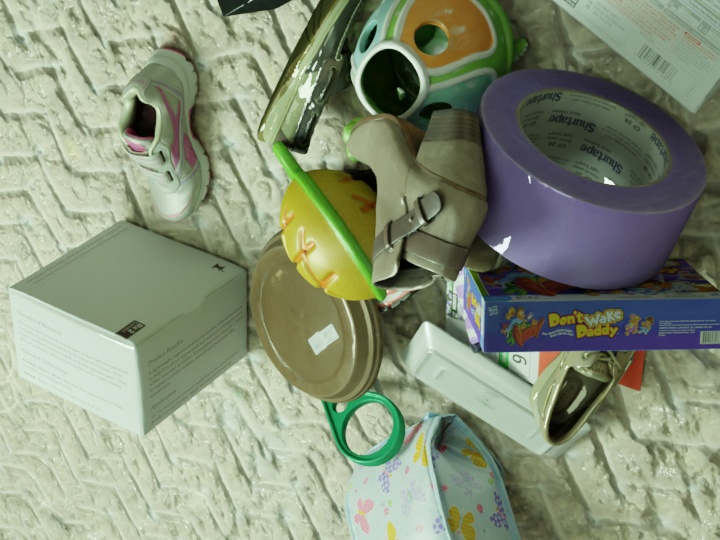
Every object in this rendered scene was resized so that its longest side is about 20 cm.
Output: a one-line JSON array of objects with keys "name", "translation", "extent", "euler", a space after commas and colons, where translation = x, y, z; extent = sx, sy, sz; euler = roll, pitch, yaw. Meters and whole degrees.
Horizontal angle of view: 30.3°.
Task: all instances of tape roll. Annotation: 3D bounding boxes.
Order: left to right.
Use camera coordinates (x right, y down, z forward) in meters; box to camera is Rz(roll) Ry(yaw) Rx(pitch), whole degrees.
[{"name": "tape roll", "translation": [0.185, -0.081, 1.130], "extent": [0.200, 0.200, 0.085], "euler": [33, 131, 17]}]

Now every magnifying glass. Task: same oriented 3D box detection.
[{"name": "magnifying glass", "translation": [-0.026, 0.149, 1.509], "extent": [0.200, 0.080, 0.022], "euler": [37, 178, 36]}]

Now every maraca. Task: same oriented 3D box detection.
[{"name": "maraca", "translation": [-0.031, -0.049, 1.307], "extent": [0.200, 0.107, 0.137], "euler": [53, 173, 36]}]

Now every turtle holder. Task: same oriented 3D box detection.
[{"name": "turtle holder", "translation": [0.046, -0.187, 1.218], "extent": [0.185, 0.132, 0.141], "euler": [-12, 109, 41]}]

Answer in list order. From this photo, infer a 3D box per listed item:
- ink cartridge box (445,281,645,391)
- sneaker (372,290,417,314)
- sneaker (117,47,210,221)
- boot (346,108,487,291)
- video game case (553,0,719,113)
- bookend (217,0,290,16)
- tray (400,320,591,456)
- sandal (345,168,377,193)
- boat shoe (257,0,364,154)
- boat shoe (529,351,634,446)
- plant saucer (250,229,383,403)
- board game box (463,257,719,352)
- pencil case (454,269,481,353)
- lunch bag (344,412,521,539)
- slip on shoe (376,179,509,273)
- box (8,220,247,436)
[{"name": "ink cartridge box", "translation": [0.181, 0.058, 1.319], "extent": [0.199, 0.050, 0.109], "euler": [18, 125, 28]}, {"name": "sneaker", "translation": [0.000, 0.000, 1.407], "extent": [0.200, 0.074, 0.087], "euler": [-19, 102, 42]}, {"name": "sneaker", "translation": [-0.229, -0.141, 1.483], "extent": [0.081, 0.088, 0.201], "euler": [13, 123, 31]}, {"name": "boot", "translation": [0.035, -0.056, 1.121], "extent": [0.200, 0.070, 0.147], "euler": [-6, 70, 60]}, {"name": "video game case", "translation": [0.251, -0.259, 1.080], "extent": [0.200, 0.045, 0.181], "euler": [41, 134, 10]}, {"name": "bookend", "translation": [-0.126, -0.323, 1.265], "extent": [0.198, 0.092, 0.201], "euler": [-18, 92, 44]}, {"name": "tray", "translation": [0.133, 0.130, 1.371], "extent": [0.200, 0.022, 0.107], "euler": [32, 151, 2]}, {"name": "sandal", "translation": [0.017, -0.069, 1.371], "extent": [0.200, 0.054, 0.082], "euler": [0, 111, 53]}, {"name": "boat shoe", "translation": [-0.036, -0.202, 1.322], "extent": [0.066, 0.072, 0.201], "euler": [24, 121, -14]}, {"name": "boat shoe", "translation": [0.225, 0.079, 1.250], "extent": [0.072, 0.065, 0.200], "euler": [23, 117, -13]}, {"name": "plant saucer", "translation": [-0.054, 0.051, 1.426], "extent": [0.200, 0.029, 0.201], "euler": [22, 121, 41]}, {"name": "board game box", "translation": [0.194, 0.028, 1.136], "extent": [0.199, 0.135, 0.045], "euler": [-1, 104, -3]}, {"name": "pencil case", "translation": [0.121, -0.028, 1.250], "extent": [0.084, 0.085, 0.201], "euler": [-14, 88, 37]}, {"name": "lunch bag", "translation": [0.079, 0.272, 1.473], "extent": [0.169, 0.127, 0.201], "euler": [-37, 63, 42]}, {"name": "slip on shoe", "translation": [0.059, -0.052, 1.196], "extent": [0.200, 0.060, 0.076], "euler": [44, 137, 49]}, {"name": "box", "translation": [-0.268, 0.061, 1.557], "extent": [0.199, 0.199, 0.131], "euler": [21, 126, 26]}]
